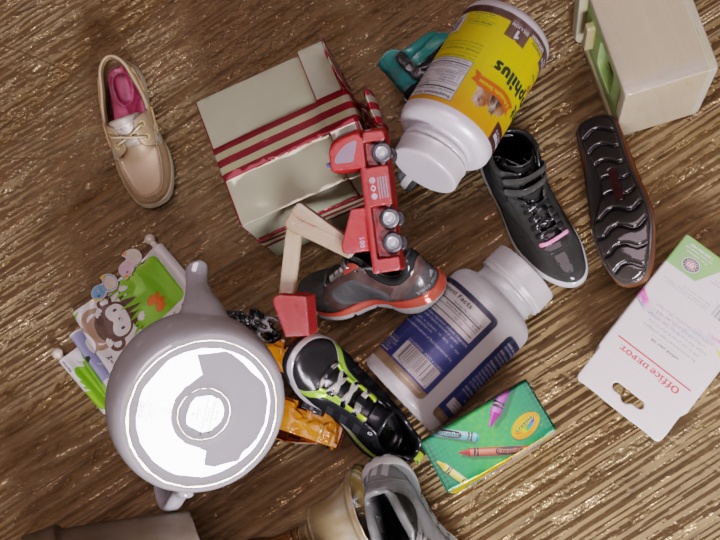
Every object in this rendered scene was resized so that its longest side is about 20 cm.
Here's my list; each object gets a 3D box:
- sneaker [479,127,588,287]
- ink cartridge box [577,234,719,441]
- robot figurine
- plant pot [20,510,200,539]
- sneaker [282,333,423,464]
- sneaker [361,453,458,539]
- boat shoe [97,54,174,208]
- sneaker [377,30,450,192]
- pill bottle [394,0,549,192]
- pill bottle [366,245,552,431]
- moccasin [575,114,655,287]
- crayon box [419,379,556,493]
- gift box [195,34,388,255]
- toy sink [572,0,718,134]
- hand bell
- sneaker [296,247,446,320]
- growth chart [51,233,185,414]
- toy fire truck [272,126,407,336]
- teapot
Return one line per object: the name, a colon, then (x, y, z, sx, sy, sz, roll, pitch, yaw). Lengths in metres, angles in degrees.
sneaker: (0.194, -0.073, 1.131, 0.070, 0.099, 0.201, -28, 76, -1)
ink cartridge box: (0.335, 0.078, 1.091, 0.117, 0.067, 0.200, 39, 84, 14)
robot figurine: (-0.102, 0.127, 1.149, 0.199, 0.058, 0.146, 18, 80, 11)
plant pot: (-0.242, 0.344, 1.066, 0.173, 0.200, 0.201, -20, 74, -14)
sneaker: (0.003, 0.138, 1.071, 0.083, 0.200, 0.072, 5, 56, 53)
sneaker: (0.057, 0.295, 1.033, 0.075, 0.116, 0.200, -33, 95, 13)
boat shoe: (-0.286, -0.174, 1.240, 0.073, 0.069, 0.201, -21, 75, 3)
sneaker: (0.065, -0.201, 1.177, 0.120, 0.084, 0.201, 31, 75, -1)
pill bottle: (0.116, -0.187, 1.093, 0.109, 0.109, 0.201, 27, 74, 13)
pill bottle: (0.112, 0.070, 1.103, 0.200, 0.111, 0.111, -44, 75, -3)
moccasin: (0.285, -0.074, 1.127, 0.073, 0.078, 0.202, -21, 62, 16)
crayon box: (0.131, 0.175, 1.030, 0.118, 0.200, 0.058, -30, 76, 0)
gift box: (-0.064, -0.150, 1.144, 0.186, 0.185, 0.201, -22, 81, 5)
toy sink: (0.310, -0.276, 1.146, 0.111, 0.130, 0.201, -16, 76, 5)
hand bell: (-0.075, 0.296, 1.103, 0.199, 0.104, 0.105, -24, 74, 14)
sneaker: (0.000, 0.000, 1.118, 0.199, 0.082, 0.077, -6, 45, 37)
growth chart: (-0.278, 0.065, 1.211, 0.145, 0.018, 0.200, 39, 84, 15)
toy fire truck: (-0.025, -0.039, 1.029, 0.140, 0.049, 0.201, -7, 91, 9)
teapot: (-0.182, 0.131, 1.062, 0.200, 0.146, 0.198, -38, 114, -11)
